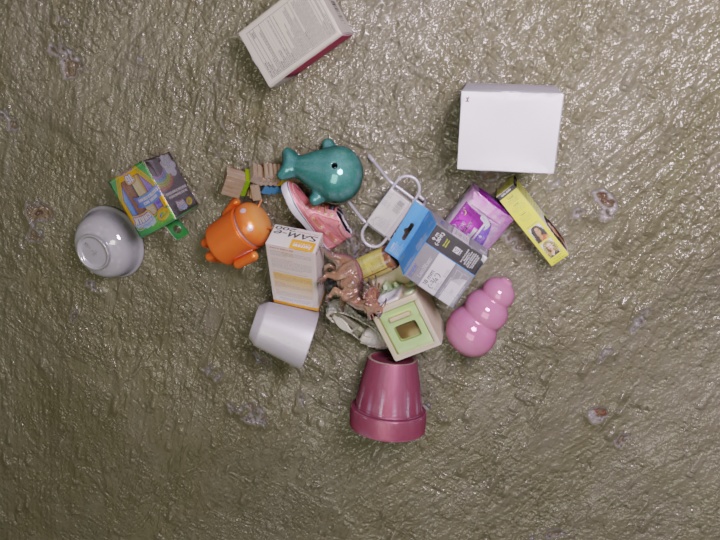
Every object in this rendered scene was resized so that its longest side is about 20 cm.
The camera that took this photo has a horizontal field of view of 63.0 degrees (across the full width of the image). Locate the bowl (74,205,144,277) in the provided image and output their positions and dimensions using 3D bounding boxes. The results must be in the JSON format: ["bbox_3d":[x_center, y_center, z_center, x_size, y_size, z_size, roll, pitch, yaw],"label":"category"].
[{"bbox_3d":[-0.688,-0.062,1.568,0.196,0.091,0.206,5,112,11],"label":"bowl"}]

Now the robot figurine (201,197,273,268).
[{"bbox_3d":[-0.302,-0.092,1.446,0.198,0.145,0.117,-29,124,23],"label":"robot figurine"}]

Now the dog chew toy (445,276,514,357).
[{"bbox_3d":[0.288,0.103,1.380,0.123,0.125,0.202,33,107,-1],"label":"dog chew toy"}]

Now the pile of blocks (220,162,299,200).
[{"bbox_3d":[-0.236,-0.221,1.404,0.195,0.063,0.083,-6,137,-8],"label":"pile of blocks"}]

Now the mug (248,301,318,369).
[{"bbox_3d":[-0.205,0.167,1.492,0.150,0.150,0.189,19,120,-8],"label":"mug"}]

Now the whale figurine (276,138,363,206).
[{"bbox_3d":[-0.091,-0.228,1.324,0.196,0.104,0.163,14,82,2],"label":"whale figurine"}]

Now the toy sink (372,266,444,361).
[{"bbox_3d":[0.103,0.095,1.421,0.128,0.112,0.203,-22,104,20],"label":"toy sink"}]

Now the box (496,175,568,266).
[{"bbox_3d":[0.379,-0.110,1.294,0.050,0.075,0.200,-37,100,26],"label":"box"}]

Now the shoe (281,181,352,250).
[{"bbox_3d":[-0.100,-0.142,1.396,0.090,0.072,0.202,-26,116,18],"label":"shoe"}]

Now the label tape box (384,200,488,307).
[{"bbox_3d":[0.162,-0.035,1.301,0.198,0.063,0.146,33,115,2],"label":"label tape box"}]

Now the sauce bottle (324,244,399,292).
[{"bbox_3d":[0.000,0.000,1.434,0.197,0.066,0.067,-23,105,25],"label":"sauce bottle"}]

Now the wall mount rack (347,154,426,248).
[{"bbox_3d":[0.050,-0.161,1.360,0.172,0.075,0.201,35,115,-6],"label":"wall mount rack"}]

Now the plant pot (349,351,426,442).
[{"bbox_3d":[0.074,0.308,1.480,0.195,0.200,0.183,6,98,11],"label":"plant pot"}]

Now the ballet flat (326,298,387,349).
[{"bbox_3d":[-0.007,0.150,1.497,0.198,0.072,0.072,32,115,-1],"label":"ballet flat"}]

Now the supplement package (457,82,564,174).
[{"bbox_3d":[0.294,-0.290,1.174,0.187,0.200,0.150,5,113,12],"label":"supplement package"}]

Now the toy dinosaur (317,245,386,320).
[{"bbox_3d":[-0.019,0.023,1.373,0.133,0.086,0.204,-22,91,19],"label":"toy dinosaur"}]

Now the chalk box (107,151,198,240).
[{"bbox_3d":[-0.500,-0.168,1.461,0.122,0.125,0.203,-21,104,20],"label":"chalk box"}]

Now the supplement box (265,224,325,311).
[{"bbox_3d":[-0.154,-0.004,1.432,0.123,0.074,0.203,11,135,10],"label":"supplement box"}]

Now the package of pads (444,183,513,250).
[{"bbox_3d":[0.243,-0.085,1.336,0.119,0.076,0.201,35,115,-3],"label":"package of pads"}]

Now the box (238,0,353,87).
[{"bbox_3d":[-0.134,-0.502,1.246,0.197,0.109,0.129,-27,103,22],"label":"box"}]
